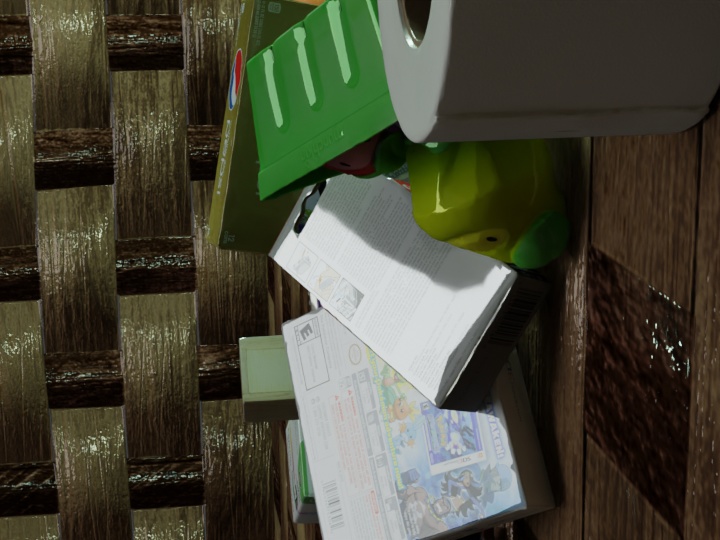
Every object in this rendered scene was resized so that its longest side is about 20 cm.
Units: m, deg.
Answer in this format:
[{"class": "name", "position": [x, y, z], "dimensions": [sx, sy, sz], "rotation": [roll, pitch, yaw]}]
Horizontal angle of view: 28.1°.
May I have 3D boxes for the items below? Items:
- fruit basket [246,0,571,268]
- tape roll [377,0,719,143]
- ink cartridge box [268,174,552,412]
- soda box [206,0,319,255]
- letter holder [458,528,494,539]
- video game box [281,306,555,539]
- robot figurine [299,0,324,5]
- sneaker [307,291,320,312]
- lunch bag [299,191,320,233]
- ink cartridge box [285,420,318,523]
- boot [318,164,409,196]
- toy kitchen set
[{"class": "fruit basket", "position": [0.043, -0.079, 0.907], "dimensions": [0.215, 0.155, 0.216], "rotation": [32, 133, 42]}, {"class": "tape roll", "position": [0.091, -0.166, 0.716], "dimensions": [0.203, 0.139, 0.203], "rotation": [177, 90, -81]}, {"class": "ink cartridge box", "position": [0.030, 0.000, 1.024], "dimensions": [0.200, 0.050, 0.109], "rotation": [40, 107, 36]}, {"class": "soda box", "position": [-0.074, -0.113, 1.148], "dimensions": [0.068, 0.064, 0.201], "rotation": [-156, 73, -75]}, {"class": "letter holder", "position": [0.008, 0.277, 1.187], "dimensions": [0.200, 0.142, 0.101], "rotation": [132, 141, -58]}, {"class": "video game box", "position": [0.037, 0.102, 1.059], "dimensions": [0.182, 0.047, 0.200], "rotation": [-26, 67, 35]}, {"class": "robot figurine", "position": [-0.020, -0.246, 1.507], "dimensions": [0.200, 0.144, 0.117], "rotation": [101, 148, -58]}, {"class": "sneaker", "position": [-0.001, 0.000, 1.362], "dimensions": [0.099, 0.069, 0.201], "rotation": [2, 109, 54]}, {"class": "lunch bag", "position": [0.004, -0.148, 1.248], "dimensions": [0.200, 0.127, 0.170], "rotation": [86, -166, -52]}, {"class": "ink cartridge box", "position": [-0.052, 0.261, 1.993], "dimensions": [0.200, 0.084, 0.145], "rotation": [108, 157, -69]}, {"class": "boot", "position": [0.000, -0.049, 1.175], "dimensions": [0.090, 0.073, 0.200], "rotation": [51, 152, 23]}, {"class": "toy kitchen set", "position": [-0.038, 0.123, 1.535], "dimensions": [0.200, 0.180, 0.163], "rotation": [94, 170, -50]}]
